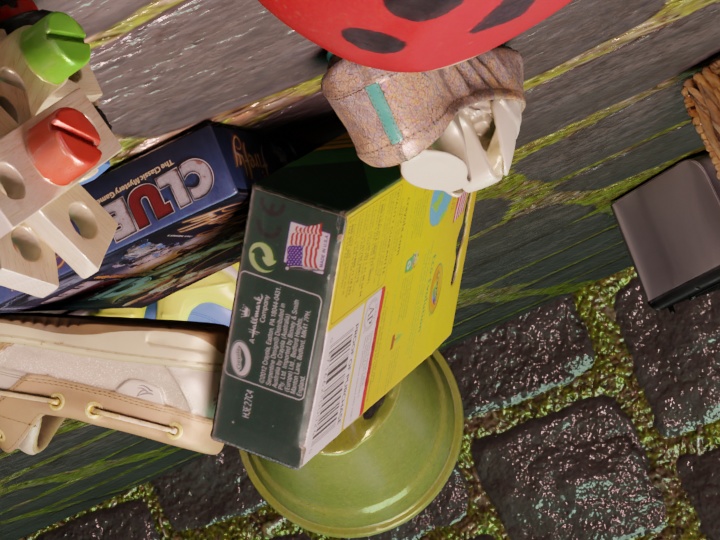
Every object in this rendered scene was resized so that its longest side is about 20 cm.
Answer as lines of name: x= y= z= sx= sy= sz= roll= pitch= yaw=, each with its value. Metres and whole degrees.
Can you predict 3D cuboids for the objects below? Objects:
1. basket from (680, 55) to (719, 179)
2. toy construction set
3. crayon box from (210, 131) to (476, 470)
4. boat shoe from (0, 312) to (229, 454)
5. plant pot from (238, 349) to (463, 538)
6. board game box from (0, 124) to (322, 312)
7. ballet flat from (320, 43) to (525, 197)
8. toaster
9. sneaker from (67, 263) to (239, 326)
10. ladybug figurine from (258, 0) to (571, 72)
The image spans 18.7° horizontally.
basket: x=0.326 y=-0.069 z=1.404 sx=0.142 sy=0.201 sz=0.149 roll=-29 pitch=169 yaw=39
toy construction set: x=-0.145 y=-0.025 z=0.631 sx=0.199 sy=0.093 sz=0.131 roll=-14 pitch=179 yaw=31
crayon box: x=0.000 y=0.000 z=1.053 sx=0.051 sy=0.128 sz=0.200 roll=18 pitch=-159 yaw=18
boat shoe: x=-0.155 y=0.054 z=1.034 sx=0.199 sy=0.067 sz=0.074 roll=3 pitch=180 yaw=13
plant pot: x=-0.021 y=0.107 z=1.809 sx=0.199 sy=0.201 sz=0.184 roll=-23 pitch=163 yaw=1
board game box: x=-0.091 y=-0.022 z=1.055 sx=0.135 sy=0.035 sz=0.200 roll=-24 pitch=174 yaw=15
ballet flat: x=0.035 y=-0.067 z=0.981 sx=0.068 sy=0.068 sz=0.200 roll=-27 pitch=173 yaw=21
toaster: x=0.351 y=-0.051 z=2.022 sx=0.180 sy=0.119 sz=0.200 roll=-19 pitch=172 yaw=-30
sneaker: x=-0.130 y=0.064 z=1.319 sx=0.200 sy=0.106 sz=0.076 roll=-28 pitch=171 yaw=39
ladybug figurine: x=0.030 y=-0.107 z=0.597 sx=0.135 sy=0.072 sz=0.200 roll=-21 pitch=173 yaw=-15
